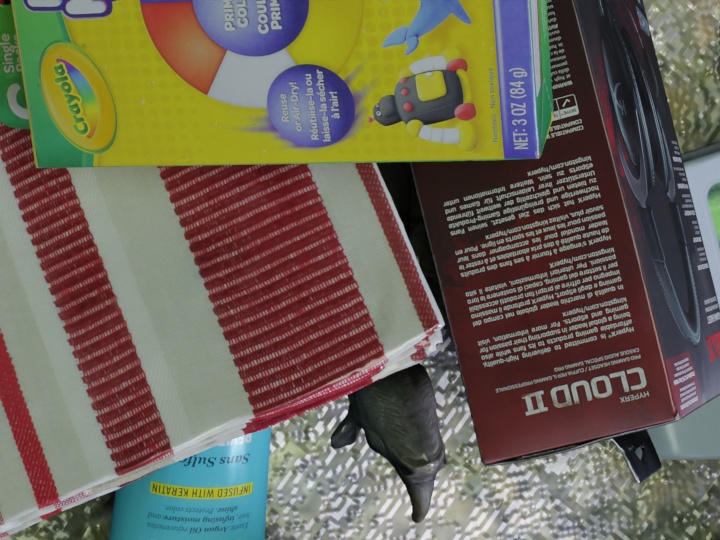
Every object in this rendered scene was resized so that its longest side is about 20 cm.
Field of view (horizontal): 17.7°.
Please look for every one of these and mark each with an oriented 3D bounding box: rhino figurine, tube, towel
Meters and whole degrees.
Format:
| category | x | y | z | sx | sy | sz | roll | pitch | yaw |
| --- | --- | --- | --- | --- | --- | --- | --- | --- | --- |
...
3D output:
| category | x | y | z | sx | sy | sz | roll | pitch | yaw |
| --- | --- | --- | --- | --- | --- | --- | --- | --- | --- |
| rhino figurine | 0.000 | 0.000 | 0.883 | 0.060 | 0.087 | 0.201 | -17 | 97 | -19 |
| tube | -0.066 | 0.097 | 0.884 | 0.077 | 0.050 | 0.201 | 3 | 106 | -11 |
| towel | -0.086 | 0.002 | 0.809 | 0.200 | 0.023 | 0.144 | -23 | 72 | 0 |

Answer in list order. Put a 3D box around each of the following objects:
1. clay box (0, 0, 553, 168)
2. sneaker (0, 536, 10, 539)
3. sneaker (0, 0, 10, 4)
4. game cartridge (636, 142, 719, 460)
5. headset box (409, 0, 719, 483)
| category | x | y | z | sx | sy | sz | roll | pitch | yaw |
| --- | --- | --- | --- | --- | --- | --- | --- | --- | --- |
| clay box | -0.040 | -0.094 | 0.760 | 0.199 | 0.048 | 0.115 | -1 | 113 | 11 |
| sneaker | -0.147 | 0.124 | 0.841 | 0.074 | 0.080 | 0.200 | -31 | 94 | -12 |
| sneaker | -0.190 | -0.067 | 0.785 | 0.200 | 0.077 | 0.085 | -54 | 138 | -50 |
| game cartridge | 0.190 | 0.003 | 0.974 | 0.200 | 0.040 | 0.134 | -18 | 102 | -17 |
| headset box | 0.077 | -0.020 | 0.855 | 0.077 | 0.149 | 0.201 | -15 | 87 | 17 |
